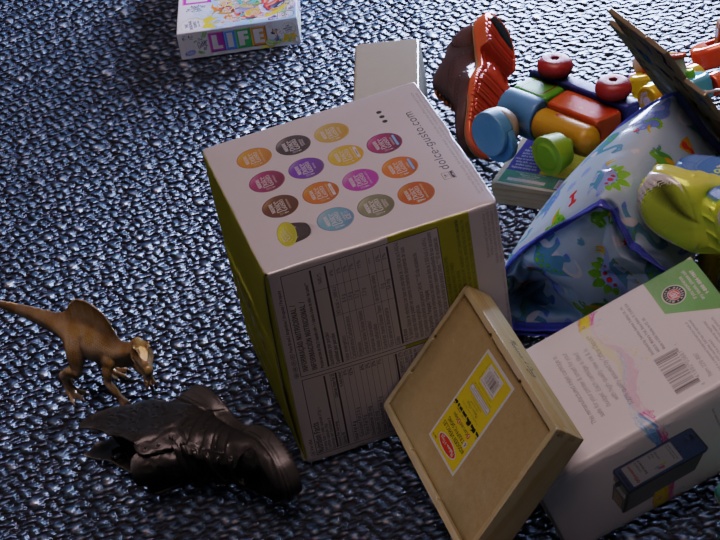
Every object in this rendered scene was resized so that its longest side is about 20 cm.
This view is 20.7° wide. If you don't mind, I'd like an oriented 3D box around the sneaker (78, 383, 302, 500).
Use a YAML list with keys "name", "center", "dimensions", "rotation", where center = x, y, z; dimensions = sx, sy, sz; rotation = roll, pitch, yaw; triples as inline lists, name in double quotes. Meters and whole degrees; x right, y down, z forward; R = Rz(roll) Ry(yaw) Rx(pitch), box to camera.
- name: "sneaker"
  center: [-0.139, 0.152, 1.590]
  dimensions: [0.104, 0.060, 0.200]
  rotation: [-28, 35, -24]

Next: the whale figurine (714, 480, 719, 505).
- name: "whale figurine"
  center: [0.319, 0.176, 1.410]
  dimensions: [0.200, 0.104, 0.159]
  rotation: [-32, 43, -30]

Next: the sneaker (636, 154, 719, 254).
- name: "sneaker"
  center: [0.321, -0.037, 1.555]
  dimensions: [0.199, 0.076, 0.105]
  rotation: [33, 38, 10]

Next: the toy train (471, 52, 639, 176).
- name: "toy train"
  center: [0.206, -0.120, 1.788]
  dimensions: [0.115, 0.085, 0.200]
  rotation: [-30, 41, -35]

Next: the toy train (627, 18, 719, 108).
- name: "toy train"
  center: [0.329, -0.205, 1.903]
  dimensions: [0.149, 0.056, 0.200]
  rotation: [-15, 15, 10]

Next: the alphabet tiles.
- name: "alphabet tiles"
  center: [0.284, -0.139, 1.675]
  dimensions: [0.006, 0.200, 0.167]
  rotation: [-42, 35, 3]

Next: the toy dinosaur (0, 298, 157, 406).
- name: "toy dinosaur"
  center: [-0.235, 0.063, 1.688]
  dimensions: [0.199, 0.102, 0.058]
  rotation: [18, 45, 31]

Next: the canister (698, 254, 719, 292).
- name: "canister"
  center: [0.377, 0.039, 1.594]
  dimensions: [0.148, 0.087, 0.200]
  rotation: [-14, 39, -5]

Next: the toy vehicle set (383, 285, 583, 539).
- name: "toy vehicle set"
  center: [0.089, 0.115, 1.493]
  dimensions: [0.026, 0.125, 0.200]
  rotation: [23, 21, -30]

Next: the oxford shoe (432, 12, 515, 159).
- name: "oxford shoe"
  center: [0.111, -0.172, 1.963]
  dimensions: [0.072, 0.071, 0.201]
  rotation: [-26, 32, 28]

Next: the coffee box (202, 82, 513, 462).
- name: "coffee box"
  center: [0.000, 0.000, 1.635]
  dimensions: [0.197, 0.201, 0.200]
  rotation: [-18, 37, -9]

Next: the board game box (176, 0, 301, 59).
- name: "board game box"
  center: [-0.135, -0.310, 2.208]
  dimensions: [0.134, 0.034, 0.200]
  rotation: [-8, 37, 3]

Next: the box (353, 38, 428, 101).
- name: "box"
  center: [0.030, -0.139, 1.910]
  dimensions: [0.068, 0.082, 0.201]
  rotation: [-6, 39, 6]

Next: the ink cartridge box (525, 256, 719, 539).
- name: "ink cartridge box"
  center: [0.207, 0.102, 1.512]
  dimensions: [0.199, 0.088, 0.146]
  rotation: [-28, 37, 0]

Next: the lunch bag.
- name: "lunch bag"
  center: [0.207, -0.032, 1.679]
  dimensions: [0.200, 0.128, 0.170]
  rotation: [-29, 16, 48]

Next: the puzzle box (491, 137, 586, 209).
- name: "puzzle box"
  center: [0.238, -0.096, 1.850]
  dimensions: [0.199, 0.026, 0.133]
  rotation: [11, 42, 26]
